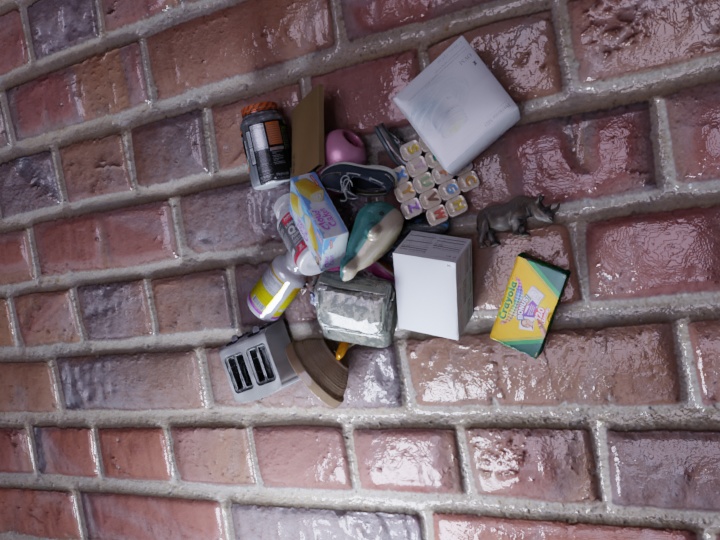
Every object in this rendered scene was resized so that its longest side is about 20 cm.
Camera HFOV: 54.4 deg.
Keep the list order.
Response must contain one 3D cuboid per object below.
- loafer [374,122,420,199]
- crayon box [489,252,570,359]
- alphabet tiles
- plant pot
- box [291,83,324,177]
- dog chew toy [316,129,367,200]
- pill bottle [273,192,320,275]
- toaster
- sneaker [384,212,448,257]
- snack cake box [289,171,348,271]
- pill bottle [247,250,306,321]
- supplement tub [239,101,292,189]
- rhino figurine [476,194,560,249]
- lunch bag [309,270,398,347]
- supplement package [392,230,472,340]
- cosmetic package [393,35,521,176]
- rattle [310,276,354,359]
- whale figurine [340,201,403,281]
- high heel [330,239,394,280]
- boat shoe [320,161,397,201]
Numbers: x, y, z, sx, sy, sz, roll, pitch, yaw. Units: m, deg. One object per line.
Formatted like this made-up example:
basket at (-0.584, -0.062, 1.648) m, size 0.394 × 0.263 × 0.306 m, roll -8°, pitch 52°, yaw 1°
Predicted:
loafer at (0.106, -0.268, 1.659) m, size 0.062 × 0.072 × 0.203 m, roll -32°, pitch 89°, yaw 7°
crayon box at (0.377, 0.077, 1.563) m, size 0.117 × 0.058 × 0.205 m, roll 22°, pitch 108°, yaw 23°
alphabet tiles at (0.167, -0.210, 1.606) m, size 0.191 × 0.015 × 0.205 m, roll -23°, pitch 83°, yaw 2°
plant pot at (-0.092, 0.240, 1.773) m, size 0.092 × 0.201 × 0.202 m, roll -40°, pitch 78°, yaw 5°
box at (-0.129, -0.327, 1.712) m, size 0.163 × 0.021 × 0.206 m, roll -23°, pitch 64°, yaw 59°
dog chew toy at (-0.068, -0.245, 1.721) m, size 0.125 × 0.124 × 0.201 m, roll 47°, pitch 123°, yaw 14°
pill bottle at (-0.145, -0.097, 1.766) m, size 0.111 × 0.109 × 0.202 m, roll -48°, pitch 55°, yaw 25°
toaster at (-0.267, 0.254, 1.898) m, size 0.178 × 0.118 × 0.205 m, roll -21°, pitch 88°, yaw 29°
sneaker at (0.126, -0.084, 1.676) m, size 0.196 × 0.073 × 0.084 m, roll -6°, pitch 113°, yaw 33°
snack cake box at (-0.100, -0.115, 1.642) m, size 0.202 × 0.066 × 0.116 m, roll 60°, pitch 154°, yaw 32°
pill bottle at (-0.208, 0.032, 1.839) m, size 0.105 × 0.104 × 0.201 m, roll 47°, pitch 116°, yaw 13°
supplement tub at (-0.239, -0.318, 1.794) m, size 0.120 × 0.122 × 0.206 m, roll -11°, pitch 92°, yaw 28°
rhino figurine at (0.345, -0.116, 1.550) m, size 0.196 × 0.059 × 0.090 m, roll -18°, pitch 79°, yaw 26°
lunch bag at (-0.011, 0.079, 1.653) m, size 0.194 × 0.169 × 0.142 m, roll 9°, pitch 58°, yaw 12°
supplement package at (0.168, 0.033, 1.603) m, size 0.152 × 0.111 × 0.205 m, roll 10°, pitch 122°, yaw 26°
cosmetic package at (0.212, -0.353, 1.529) m, size 0.198 × 0.123 × 0.202 m, roll -39°, pitch 81°, yaw 13°
rattle at (-0.086, 0.118, 1.773) m, size 0.202 × 0.142 × 0.130 m, roll 55°, pitch 141°, yaw 1°
whale figurine at (0.010, -0.072, 1.589) m, size 0.103 × 0.160 × 0.200 m, roll 40°, pitch 75°, yaw 12°
high heel at (0.000, 0.000, 1.741) m, size 0.198 × 0.067 × 0.098 m, roll 32°, pitch 101°, yaw 25°
boat shoe at (-0.012, -0.200, 1.614) m, size 0.195 × 0.063 × 0.076 m, roll 8°, pitch 138°, yaw 23°
